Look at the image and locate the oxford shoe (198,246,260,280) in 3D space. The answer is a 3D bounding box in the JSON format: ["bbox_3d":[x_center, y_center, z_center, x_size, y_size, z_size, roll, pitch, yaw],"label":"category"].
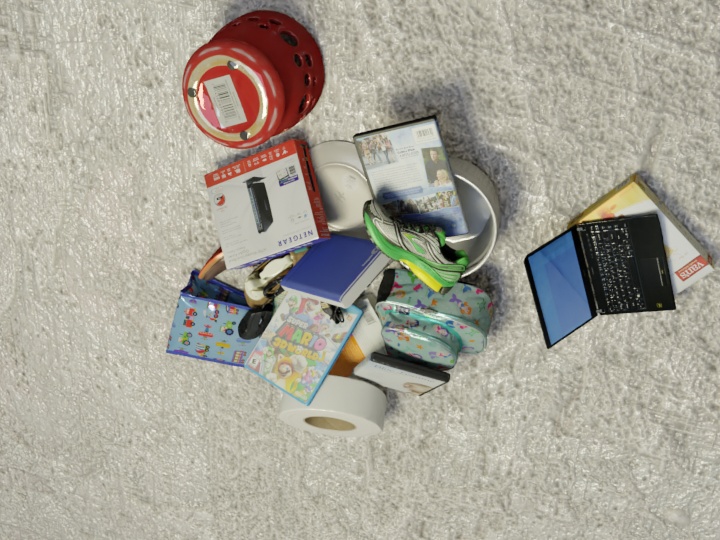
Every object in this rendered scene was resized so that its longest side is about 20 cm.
[{"bbox_3d":[-0.229,-0.025,1.733,0.199,0.071,0.073,-34,106,31],"label":"oxford shoe"}]

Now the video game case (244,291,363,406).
[{"bbox_3d":[-0.104,0.126,1.681,0.143,0.018,0.201,30,85,13],"label":"video game case"}]

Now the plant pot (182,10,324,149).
[{"bbox_3d":[-0.177,-0.307,1.496,0.199,0.183,0.202,8,119,14],"label":"plant pot"}]

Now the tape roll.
[{"bbox_3d":[-0.053,0.262,1.758,0.201,0.071,0.203,7,156,3],"label":"tape roll"}]

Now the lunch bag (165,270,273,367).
[{"bbox_3d":[-0.268,0.112,1.819,0.199,0.094,0.151,19,120,-3],"label":"lunch bag"}]

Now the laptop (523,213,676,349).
[{"bbox_3d":[0.385,0.020,1.465,0.199,0.103,0.178,-6,118,28],"label":"laptop"}]

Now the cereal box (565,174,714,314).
[{"bbox_3d":[0.454,-0.040,1.488,0.200,0.040,0.144,45,124,-7],"label":"cereal box"}]

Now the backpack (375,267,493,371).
[{"bbox_3d":[0.130,0.087,1.603,0.198,0.152,0.178,6,153,11],"label":"backpack"}]

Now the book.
[{"bbox_3d":[-0.032,0.139,1.764,0.199,0.048,0.134,-23,104,28],"label":"book"}]

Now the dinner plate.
[{"bbox_3d":[-0.033,-0.132,1.630,0.199,0.024,0.202,8,119,15],"label":"dinner plate"}]

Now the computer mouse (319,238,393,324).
[{"bbox_3d":[0.000,0.000,1.629,0.044,0.200,0.110,40,174,32],"label":"computer mouse"}]

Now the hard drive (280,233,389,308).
[{"bbox_3d":[-0.043,-0.004,1.568,0.199,0.132,0.025,12,146,55],"label":"hard drive"}]

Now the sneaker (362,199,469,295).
[{"bbox_3d":[0.087,-0.053,1.460,0.199,0.078,0.085,35,118,-13],"label":"sneaker"}]

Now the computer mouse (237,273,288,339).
[{"bbox_3d":[-0.176,0.074,1.715,0.200,0.058,0.034,-52,49,42],"label":"computer mouse"}]

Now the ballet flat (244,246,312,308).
[{"bbox_3d":[-0.169,0.011,1.699,0.200,0.072,0.068,-36,80,33],"label":"ballet flat"}]

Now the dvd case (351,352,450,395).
[{"bbox_3d":[0.068,0.190,1.651,0.142,0.018,0.200,17,163,-6],"label":"dvd case"}]

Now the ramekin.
[{"bbox_3d":[0.141,-0.095,1.536,0.199,0.105,0.202,9,119,16],"label":"ramekin"}]

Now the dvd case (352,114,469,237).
[{"bbox_3d":[0.082,-0.139,1.461,0.142,0.018,0.201,-9,114,25],"label":"dvd case"}]

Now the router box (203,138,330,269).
[{"bbox_3d":[-0.167,-0.115,1.626,0.199,0.049,0.181,-18,83,25],"label":"router box"}]

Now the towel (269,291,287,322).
[{"bbox_3d":[-0.096,0.055,1.730,0.146,0.022,0.201,19,113,16],"label":"towel"}]
